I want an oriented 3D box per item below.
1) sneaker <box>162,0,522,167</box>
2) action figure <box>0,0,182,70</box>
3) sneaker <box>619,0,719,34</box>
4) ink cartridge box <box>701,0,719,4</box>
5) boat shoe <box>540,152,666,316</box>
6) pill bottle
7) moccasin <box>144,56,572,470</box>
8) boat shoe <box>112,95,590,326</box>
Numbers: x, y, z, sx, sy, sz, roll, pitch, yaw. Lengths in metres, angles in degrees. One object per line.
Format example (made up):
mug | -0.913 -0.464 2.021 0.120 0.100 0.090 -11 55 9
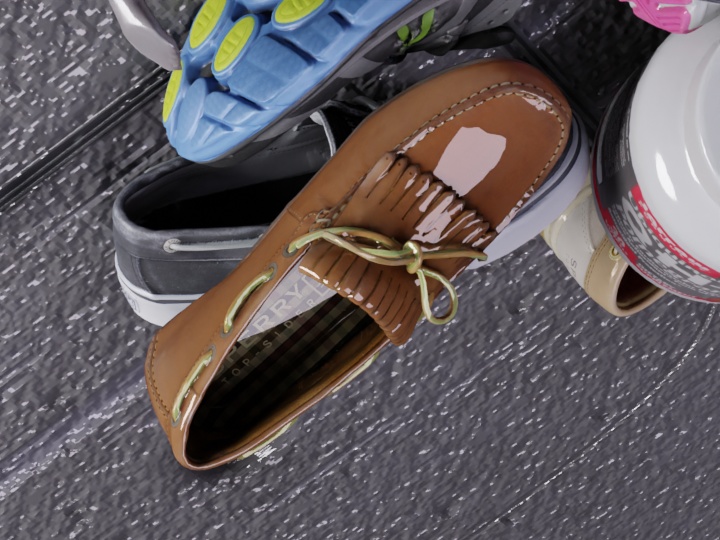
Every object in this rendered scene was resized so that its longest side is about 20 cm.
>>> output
sneaker | 0.014 -0.097 1.072 0.200 0.071 0.083 -36 137 5
action figure | -0.041 -0.150 0.903 0.105 0.194 0.200 40 155 -16
sneaker | 0.117 -0.180 0.992 0.088 0.081 0.200 -19 119 -26
ink cartridge box | 0.154 -0.132 0.935 0.200 0.039 0.100 9 107 -5
boat shoe | 0.171 -0.052 1.231 0.200 0.069 0.074 -39 143 15
pill bottle | 0.153 -0.047 1.092 0.111 0.111 0.200 -26 177 -4
moccasin | -0.001 -0.001 1.076 0.201 0.078 0.074 -37 121 12
boat shoe | -0.003 -0.037 1.142 0.200 0.072 0.068 -14 144 -7
